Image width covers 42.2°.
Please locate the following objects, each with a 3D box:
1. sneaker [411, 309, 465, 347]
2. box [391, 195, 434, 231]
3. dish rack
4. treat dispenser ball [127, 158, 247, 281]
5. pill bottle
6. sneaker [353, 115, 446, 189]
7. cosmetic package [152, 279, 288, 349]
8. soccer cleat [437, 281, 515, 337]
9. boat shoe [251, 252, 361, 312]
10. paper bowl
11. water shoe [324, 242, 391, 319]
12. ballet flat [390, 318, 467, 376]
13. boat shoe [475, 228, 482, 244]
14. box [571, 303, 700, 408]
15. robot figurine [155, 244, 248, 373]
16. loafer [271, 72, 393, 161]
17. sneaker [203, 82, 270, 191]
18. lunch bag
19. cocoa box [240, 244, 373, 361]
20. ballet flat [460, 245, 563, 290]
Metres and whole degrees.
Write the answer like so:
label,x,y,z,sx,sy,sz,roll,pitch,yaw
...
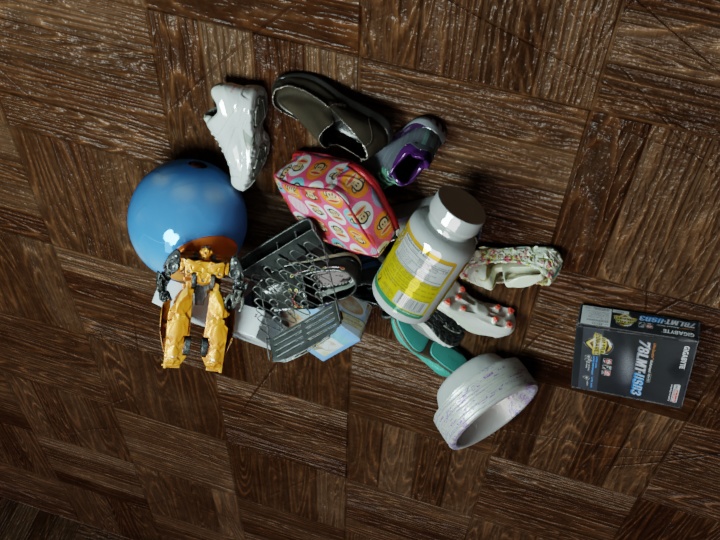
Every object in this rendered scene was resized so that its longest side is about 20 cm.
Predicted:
label,x,y,z,sx,sy,sz,roll,pitch,yaw
sneaker,0.097,0.066,1.660,0.200,0.074,0.079,45,158,-21
box,0.077,-0.083,1.506,0.197,0.042,0.039,-12,132,36
dish rack,-0.107,0.037,1.458,0.152,0.203,0.054,-30,142,20
treat dispenser ball,-0.287,-0.083,1.554,0.197,0.203,0.203,13,143,10
pill bottle,0.106,-0.025,1.417,0.111,0.114,0.201,26,125,-7
sneaker,0.042,-0.154,1.395,0.074,0.088,0.199,36,141,-20
cosmetic package,-0.237,0.077,1.598,0.197,0.053,0.151,17,168,16
soccer cleat,0.177,0.067,1.626,0.197,0.070,0.078,26,147,-10
boat shoe,-0.093,0.027,1.528,0.198,0.063,0.075,-16,118,15
paper bowl,0.221,0.232,1.727,0.105,0.198,0.202,54,152,24
water shoe,0.000,0.000,1.573,0.199,0.079,0.072,37,146,22
ballet flat,0.114,0.137,1.748,0.199,0.068,0.070,40,152,-21
boat shoe,0.112,-0.028,1.530,0.072,0.073,0.199,37,140,-18
box,0.465,0.148,1.597,0.195,0.050,0.202,11,143,16
robot figurine,-0.255,0.057,1.472,0.142,0.058,0.204,7,103,-14
loafer,-0.050,-0.222,1.356,0.197,0.072,0.074,25,145,13
sneaker,-0.197,-0.216,1.463,0.098,0.078,0.202,21,135,12
lunch bag,-0.033,-0.094,1.465,0.198,0.082,0.177,20,151,47
cocoa box,-0.089,0.043,1.672,0.199,0.133,0.133,36,142,-18
ballet flat,0.230,-0.001,1.513,0.197,0.065,0.076,-6,137,34
